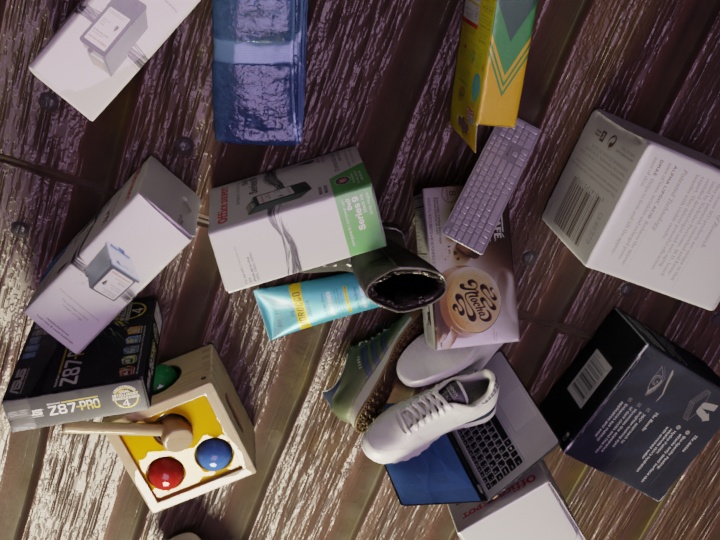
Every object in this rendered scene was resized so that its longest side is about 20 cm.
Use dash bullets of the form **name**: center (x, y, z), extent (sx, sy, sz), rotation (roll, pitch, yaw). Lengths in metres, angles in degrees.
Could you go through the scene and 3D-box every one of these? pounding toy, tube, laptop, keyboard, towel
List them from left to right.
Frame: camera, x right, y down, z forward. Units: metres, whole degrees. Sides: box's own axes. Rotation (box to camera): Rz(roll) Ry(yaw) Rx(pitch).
- **pounding toy**: center (-0.258, 0.209, 1.105), extent (0.181, 0.143, 0.203), rotation (-21, 117, 1)
- **towel**: center (-0.118, -0.245, 0.971), extent (0.109, 0.049, 0.204), rotation (1, 115, -9)
- **tube**: center (-0.039, 0.037, 1.120), extent (0.196, 0.051, 0.079), rotation (-14, 109, 3)
- **laptop**: center (0.130, 0.208, 1.131), extent (0.200, 0.188, 0.116), rotation (-42, 128, 11)
- **keyboard**: center (0.163, -0.111, 1.022), extent (0.056, 0.202, 0.011), rotation (25, 155, 9)

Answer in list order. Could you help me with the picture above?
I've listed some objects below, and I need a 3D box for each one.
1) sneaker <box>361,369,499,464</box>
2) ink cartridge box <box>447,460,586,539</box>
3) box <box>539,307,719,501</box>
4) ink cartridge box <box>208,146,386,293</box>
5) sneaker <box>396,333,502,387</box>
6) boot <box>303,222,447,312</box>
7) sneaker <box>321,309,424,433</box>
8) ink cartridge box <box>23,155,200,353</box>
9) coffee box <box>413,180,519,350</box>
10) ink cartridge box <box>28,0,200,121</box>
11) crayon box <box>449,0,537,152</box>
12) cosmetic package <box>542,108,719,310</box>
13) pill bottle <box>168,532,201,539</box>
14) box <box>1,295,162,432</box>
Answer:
- **sneaker**: center (0.090, 0.184, 1.087), extent (0.197, 0.077, 0.081), rotation (-25, 155, -10)
- **ink cartridge box**: center (0.207, 0.321, 1.200), extent (0.145, 0.201, 0.147), rotation (-31, 116, 6)
- **box**: center (0.406, 0.198, 1.222), extent (0.198, 0.118, 0.198), rotation (28, 107, -19)
- **ink cartridge box**: center (-0.080, -0.065, 1.005), extent (0.196, 0.146, 0.085), rotation (-17, 117, -1)
- **sneaker**: center (0.136, 0.119, 1.143), extent (0.198, 0.075, 0.090), rotation (-27, 139, -23)
- **boot**: center (-0.001, -0.002, 1.017), extent (0.178, 0.201, 0.074), rotation (-11, 116, -4)
- **sneaker**: center (0.019, 0.115, 1.147), extent (0.202, 0.089, 0.067), rotation (-57, 143, -12)
- **ink cartridge box**: center (-0.290, -0.022, 0.991), extent (0.086, 0.147, 0.200), rotation (41, 102, -21)
- **coffee box**: center (0.134, -0.008, 1.065), extent (0.111, 0.080, 0.204), rotation (-5, 92, -6)
- **ink cartridge box**: center (-0.246, -0.274, 0.883), extent (0.200, 0.146, 0.084), rotation (-44, 115, 12)
- **crayon box**: center (0.152, -0.252, 0.970), extent (0.050, 0.127, 0.204), rotation (2, 116, -10)
- **cosmetic package**: center (0.373, -0.079, 1.063), extent (0.197, 0.165, 0.167), rotation (17, 111, -17)
- **pill bottle**: center (-0.233, 0.501, 1.260), extent (0.113, 0.115, 0.202), rotation (-26, 116, 4)
- **box**: center (-0.329, 0.107, 1.015), extent (0.158, 0.201, 0.050), rotation (-10, 118, -3)
